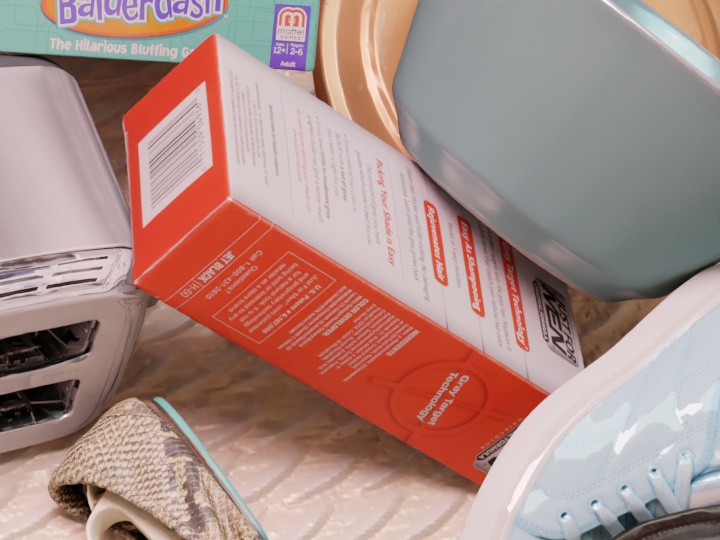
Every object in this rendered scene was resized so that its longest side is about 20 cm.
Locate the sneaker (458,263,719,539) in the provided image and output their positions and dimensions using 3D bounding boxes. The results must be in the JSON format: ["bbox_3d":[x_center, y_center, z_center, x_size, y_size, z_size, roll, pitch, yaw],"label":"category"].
[{"bbox_3d":[0.117,0.078,1.151,0.082,0.074,0.200,27,64,38],"label":"sneaker"}]

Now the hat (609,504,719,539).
[{"bbox_3d":[0.166,0.167,1.071,0.200,0.081,0.201,4,71,-13],"label":"hat"}]

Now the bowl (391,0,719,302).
[{"bbox_3d":[0.091,-0.062,1.215,0.201,0.105,0.201,37,9,-7],"label":"bowl"}]

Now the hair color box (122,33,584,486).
[{"bbox_3d":[0.000,0.000,1.179,0.200,0.061,0.102,31,33,-31],"label":"hair color box"}]

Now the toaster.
[{"bbox_3d":[-0.176,0.000,1.145,0.199,0.114,0.129,-10,51,-32],"label":"toaster"}]

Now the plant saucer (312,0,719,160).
[{"bbox_3d":[0.078,-0.094,1.326,0.200,0.032,0.201,5,71,-13],"label":"plant saucer"}]

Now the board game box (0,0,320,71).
[{"bbox_3d":[-0.115,-0.124,1.273,0.152,0.045,0.200,3,11,-17],"label":"board game box"}]

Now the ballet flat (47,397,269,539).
[{"bbox_3d":[-0.045,0.127,1.103,0.075,0.068,0.200,-40,59,-20],"label":"ballet flat"}]
